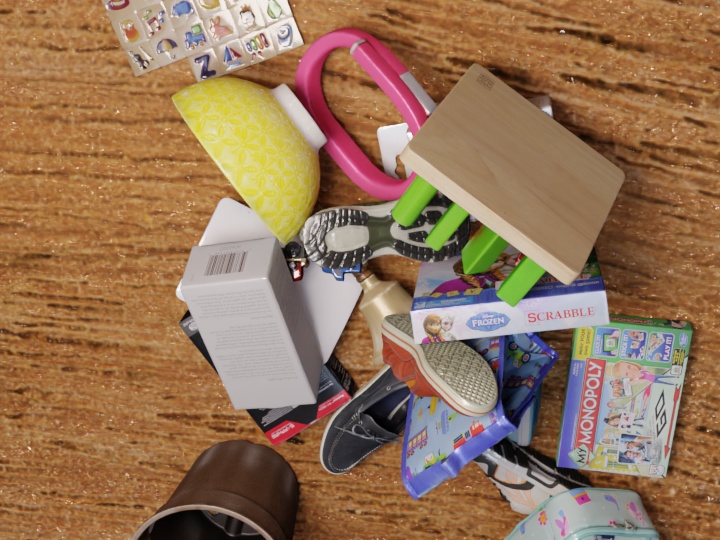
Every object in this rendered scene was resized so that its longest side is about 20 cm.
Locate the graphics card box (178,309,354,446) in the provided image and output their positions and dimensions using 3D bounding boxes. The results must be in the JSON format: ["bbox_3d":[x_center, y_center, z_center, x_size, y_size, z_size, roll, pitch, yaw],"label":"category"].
[{"bbox_3d":[-0.113,0.103,1.343,0.125,0.051,0.200,-33,104,17],"label":"graphics card box"}]

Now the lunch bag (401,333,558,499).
[{"bbox_3d":[0.115,0.148,1.171,0.094,0.200,0.150,45,122,-9],"label":"lunch bag"}]

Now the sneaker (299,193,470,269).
[{"bbox_3d":[0.022,-0.048,1.182,0.199,0.089,0.077,-3,101,-21],"label":"sneaker"}]

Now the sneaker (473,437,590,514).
[{"bbox_3d":[0.187,0.255,1.352,0.200,0.074,0.080,32,113,-5],"label":"sneaker"}]

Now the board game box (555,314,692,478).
[{"bbox_3d":[0.314,0.151,1.320,0.134,0.029,0.201,5,111,4],"label":"board game box"}]

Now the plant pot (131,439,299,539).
[{"bbox_3d":[-0.166,0.321,1.355,0.200,0.198,0.201,2,112,6],"label":"plant pot"}]

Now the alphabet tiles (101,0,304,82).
[{"bbox_3d":[-0.184,-0.296,1.222,0.199,0.008,0.168,-18,108,14],"label":"alphabet tiles"}]

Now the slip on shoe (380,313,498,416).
[{"bbox_3d":[0.079,0.106,1.138,0.074,0.200,0.061,-3,110,-27],"label":"slip on shoe"}]

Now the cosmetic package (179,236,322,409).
[{"bbox_3d":[-0.117,0.062,1.221,0.101,0.071,0.200,-6,131,13],"label":"cosmetic package"}]

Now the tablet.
[{"bbox_3d":[-0.101,0.014,1.284,0.200,0.014,0.130,27,88,-15],"label":"tablet"}]

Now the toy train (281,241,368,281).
[{"bbox_3d":[-0.084,-0.008,1.231,0.199,0.034,0.046,-3,83,4],"label":"toy train"}]

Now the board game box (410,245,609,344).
[{"bbox_3d":[0.161,0.014,1.195,0.199,0.200,0.041,-7,108,9],"label":"board game box"}]

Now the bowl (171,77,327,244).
[{"bbox_3d":[-0.101,-0.139,1.186,0.108,0.200,0.200,-37,103,0],"label":"bowl"}]

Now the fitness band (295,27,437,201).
[{"bbox_3d":[0.007,-0.167,1.185,0.200,0.037,0.144,51,137,9],"label":"fitness band"}]

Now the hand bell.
[{"bbox_3d":[0.000,0.000,1.273,0.104,0.104,0.200,-36,91,18],"label":"hand bell"}]

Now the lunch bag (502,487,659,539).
[{"bbox_3d":[0.261,0.346,1.336,0.160,0.077,0.200,13,130,-30],"label":"lunch bag"}]

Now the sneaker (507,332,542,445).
[{"bbox_3d":[0.148,0.118,1.308,0.130,0.080,0.201,2,117,18],"label":"sneaker"}]

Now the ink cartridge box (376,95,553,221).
[{"bbox_3d":[0.121,-0.116,1.220,0.199,0.067,0.116,-9,109,11],"label":"ink cartridge box"}]

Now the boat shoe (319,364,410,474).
[{"bbox_3d":[0.018,0.184,1.345,0.075,0.062,0.200,30,113,-28],"label":"boat shoe"}]

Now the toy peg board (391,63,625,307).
[{"bbox_3d":[0.139,-0.079,1.106,0.200,0.199,0.098,37,132,0],"label":"toy peg board"}]
